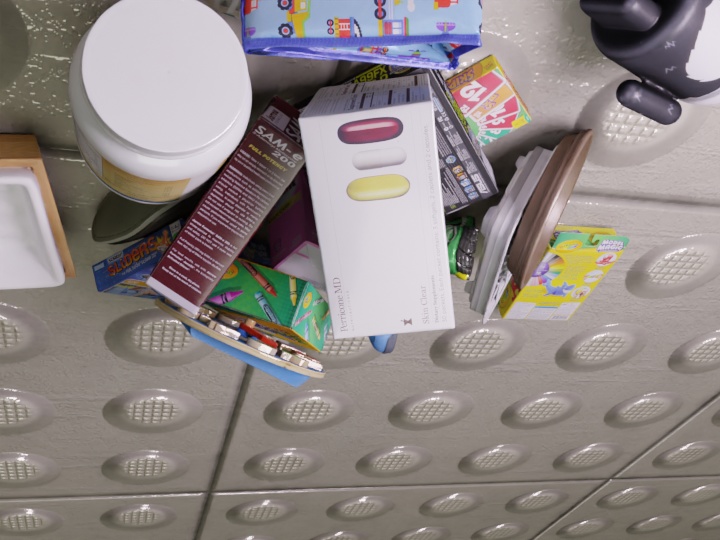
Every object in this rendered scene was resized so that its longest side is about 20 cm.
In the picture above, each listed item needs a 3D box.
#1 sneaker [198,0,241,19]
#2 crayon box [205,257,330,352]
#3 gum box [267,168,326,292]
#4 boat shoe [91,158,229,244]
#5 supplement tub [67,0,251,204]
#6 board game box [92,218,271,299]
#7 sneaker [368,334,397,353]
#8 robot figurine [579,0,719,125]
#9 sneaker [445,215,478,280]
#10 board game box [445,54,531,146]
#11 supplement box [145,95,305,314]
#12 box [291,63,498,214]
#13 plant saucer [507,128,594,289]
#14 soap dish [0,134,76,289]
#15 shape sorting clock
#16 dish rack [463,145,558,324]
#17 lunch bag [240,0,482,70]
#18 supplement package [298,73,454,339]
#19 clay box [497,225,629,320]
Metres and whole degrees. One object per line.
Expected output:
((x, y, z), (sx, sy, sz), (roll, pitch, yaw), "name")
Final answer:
((-0.079, -0.239, 0.667), (0.199, 0.094, 0.070), (2, 143, -16), "sneaker")
((-0.107, 0.042, 0.943), (0.118, 0.058, 0.200), (17, 169, 11), "crayon box")
((-0.014, -0.030, 0.954), (0.200, 0.114, 0.066), (24, 133, -37), "gum box")
((-0.221, -0.075, 0.879), (0.201, 0.072, 0.061), (-24, 152, 30), "boat shoe")
((-0.173, -0.141, 0.676), (0.144, 0.145, 0.200), (4, 175, -18), "supplement tub")
((-0.204, -0.004, 0.954), (0.135, 0.035, 0.200), (-24, 164, 19), "board game box")
((0.000, 0.000, 0.864), (0.078, 0.066, 0.201), (-8, 110, -7), "sneaker")
((0.302, -0.234, 0.736), (0.200, 0.125, 0.150), (18, 139, -32), "robot figurine")
((0.096, -0.036, 0.959), (0.085, 0.078, 0.200), (11, -177, 5), "sneaker")
((0.081, -0.156, 0.880), (0.200, 0.030, 0.096), (-24, 141, 23), "board game box")
((-0.122, -0.065, 0.763), (0.061, 0.109, 0.200), (34, 110, -12), "supplement box")
((0.039, -0.129, 0.849), (0.160, 0.044, 0.200), (-22, 136, 19), "box")
((0.219, -0.073, 0.915), (0.029, 0.200, 0.200), (25, 147, 16), "plant saucer")
((-0.404, -0.062, 0.847), (0.157, 0.081, 0.200), (-2, 144, -10), "soap dish")
((-0.128, 0.070, 0.853), (0.200, 0.200, 0.039), (33, 83, -44), "shape sorting clock")
((0.179, -0.048, 0.960), (0.043, 0.172, 0.200), (25, 146, 14), "dish rack")
((-0.010, -0.245, 0.617), (0.199, 0.151, 0.094), (0, -179, -7), "lunch bag")
((0.020, -0.063, 0.719), (0.111, 0.156, 0.201), (-6, 111, 6), "supplement package")
((0.286, -0.002, 1.121), (0.115, 0.048, 0.200), (3, 142, -16), "clay box")
